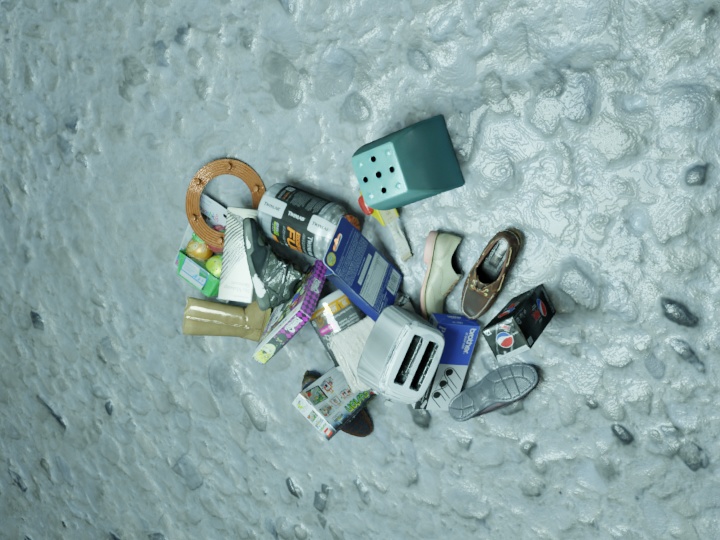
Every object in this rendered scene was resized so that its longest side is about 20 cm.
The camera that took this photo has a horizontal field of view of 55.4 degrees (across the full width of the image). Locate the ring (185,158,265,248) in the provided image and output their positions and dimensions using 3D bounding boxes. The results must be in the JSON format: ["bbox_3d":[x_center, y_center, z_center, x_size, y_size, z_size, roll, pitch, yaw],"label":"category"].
[{"bbox_3d":[-0.307,-0.152,1.551,0.197,0.019,0.204,0,91,10],"label":"ring"}]

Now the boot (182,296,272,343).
[{"bbox_3d":[-0.303,0.088,1.579,0.197,0.066,0.177,10,113,-8],"label":"boot"}]

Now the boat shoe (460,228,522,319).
[{"bbox_3d":[0.239,0.011,1.305,0.070,0.070,0.202,29,118,18],"label":"boat shoe"}]

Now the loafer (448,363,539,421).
[{"bbox_3d":[0.270,0.244,1.369,0.199,0.063,0.073,-31,60,23],"label":"loafer"}]

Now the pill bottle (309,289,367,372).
[{"bbox_3d":[-0.024,0.143,1.463,0.116,0.116,0.202,-32,88,32],"label":"pill bottle"}]

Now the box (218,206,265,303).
[{"bbox_3d":[-0.257,-0.035,1.502,0.081,0.068,0.203,6,94,4],"label":"box"}]

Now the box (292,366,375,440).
[{"bbox_3d":[-0.049,0.270,1.464,0.110,0.199,0.035,43,120,11],"label":"box"}]

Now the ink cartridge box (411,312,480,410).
[{"bbox_3d":[0.167,0.187,1.383,0.093,0.044,0.203,6,113,-17],"label":"ink cartridge box"}]

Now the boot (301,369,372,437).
[{"bbox_3d":[-0.054,0.296,1.563,0.200,0.097,0.075,42,95,-17],"label":"boot"}]

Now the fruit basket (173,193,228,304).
[{"bbox_3d":[-0.347,-0.049,1.605,0.184,0.094,0.202,34,115,17],"label":"fruit basket"}]

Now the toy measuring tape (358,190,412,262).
[{"bbox_3d":[0.046,-0.112,1.390,0.073,0.074,0.202,-13,115,31],"label":"toy measuring tape"}]

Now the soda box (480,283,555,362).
[{"bbox_3d":[0.285,0.091,1.224,0.070,0.199,0.064,-30,89,32],"label":"soda box"}]

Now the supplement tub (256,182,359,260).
[{"bbox_3d":[-0.108,-0.098,1.437,0.198,0.122,0.124,22,114,22],"label":"supplement tub"}]

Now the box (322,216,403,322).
[{"bbox_3d":[0.000,0.000,1.352,0.032,0.122,0.200,-14,133,42],"label":"box"}]

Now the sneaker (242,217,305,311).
[{"bbox_3d":[-0.183,-0.023,1.437,0.113,0.076,0.202,-16,105,-8],"label":"sneaker"}]

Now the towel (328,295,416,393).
[{"bbox_3d":[0.043,0.151,1.401,0.134,0.198,0.034,62,164,-3],"label":"towel"}]

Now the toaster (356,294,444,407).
[{"bbox_3d":[0.082,0.156,1.308,0.113,0.129,0.202,24,92,-24],"label":"toaster"}]

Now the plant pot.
[{"bbox_3d":[0.076,-0.188,1.261,0.140,0.200,0.143,-16,97,32],"label":"plant pot"}]

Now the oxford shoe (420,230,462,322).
[{"bbox_3d":[0.162,0.025,1.354,0.073,0.071,0.203,8,111,19],"label":"oxford shoe"}]

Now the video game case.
[{"bbox_3d":[-0.146,0.084,1.470,0.036,0.201,0.181,37,123,-14],"label":"video game case"}]
